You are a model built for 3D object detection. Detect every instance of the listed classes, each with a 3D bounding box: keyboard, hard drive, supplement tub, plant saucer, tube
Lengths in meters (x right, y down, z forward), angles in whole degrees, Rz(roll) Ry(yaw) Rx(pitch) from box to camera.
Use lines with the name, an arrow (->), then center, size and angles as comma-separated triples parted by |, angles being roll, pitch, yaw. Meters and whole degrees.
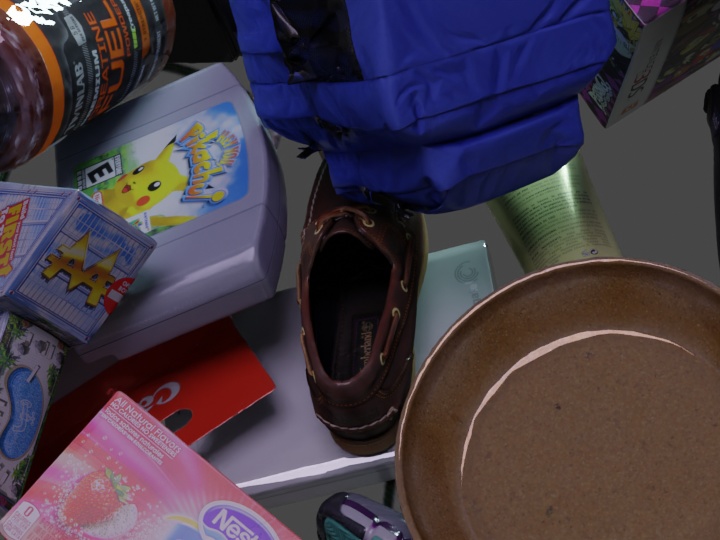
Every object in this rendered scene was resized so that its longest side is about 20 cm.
keyboard -> -0.145, -0.212, 1.197 | 0.103, 0.201, 0.040 | 3, 49, 26
hard drive -> -0.014, 0.063, 1.096 | 0.198, 0.026, 0.133 | -14, 53, 8
supplement tub -> -0.197, -0.122, 1.119 | 0.106, 0.108, 0.200 | 10, 30, 23
plant saucer -> 0.116, 0.089, 0.950 | 0.198, 0.036, 0.202 | -9, 58, 14
tube -> 0.113, -0.026, 1.109 | 0.058, 0.052, 0.201 | 8, 41, -29

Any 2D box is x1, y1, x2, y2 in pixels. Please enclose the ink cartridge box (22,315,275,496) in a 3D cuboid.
ink cartridge box -> -0.157, 0.042, 1.112 | 0.162, 0.057, 0.200 | -33, 34, -5

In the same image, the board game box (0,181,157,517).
board game box -> -0.206, 0.031, 1.045 | 0.199, 0.061, 0.202 | -12, 55, 44

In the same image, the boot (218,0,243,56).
boot -> -0.101, -0.229, 1.234 | 0.198, 0.169, 0.077 | 7, 39, 23

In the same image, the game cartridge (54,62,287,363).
game cartridge -> -0.109, -0.041, 1.115 | 0.132, 0.041, 0.201 | -20, 40, 4

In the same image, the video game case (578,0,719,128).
video game case -> 0.220, -0.169, 1.093 | 0.199, 0.181, 0.036 | -32, 79, -7

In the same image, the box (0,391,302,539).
box -> -0.072, 0.167, 0.960 | 0.199, 0.103, 0.095 | 37, 74, 18

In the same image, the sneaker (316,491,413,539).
sneaker -> 0.069, 0.166, 0.982 | 0.199, 0.075, 0.087 | 35, 53, 27

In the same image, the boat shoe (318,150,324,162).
boat shoe -> -0.007, -0.156, 1.185 | 0.062, 0.073, 0.202 | -7, 90, -20

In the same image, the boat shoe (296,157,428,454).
boat shoe -> 0.000, 0.000, 1.076 | 0.070, 0.071, 0.201 | -12, 52, 11

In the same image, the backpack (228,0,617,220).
backpack -> 0.019, -0.122, 1.048 | 0.161, 0.170, 0.199 | -14, 15, -28

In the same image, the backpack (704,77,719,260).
backpack -> 0.273, -0.051, 0.989 | 0.166, 0.163, 0.202 | 10, 55, -4
